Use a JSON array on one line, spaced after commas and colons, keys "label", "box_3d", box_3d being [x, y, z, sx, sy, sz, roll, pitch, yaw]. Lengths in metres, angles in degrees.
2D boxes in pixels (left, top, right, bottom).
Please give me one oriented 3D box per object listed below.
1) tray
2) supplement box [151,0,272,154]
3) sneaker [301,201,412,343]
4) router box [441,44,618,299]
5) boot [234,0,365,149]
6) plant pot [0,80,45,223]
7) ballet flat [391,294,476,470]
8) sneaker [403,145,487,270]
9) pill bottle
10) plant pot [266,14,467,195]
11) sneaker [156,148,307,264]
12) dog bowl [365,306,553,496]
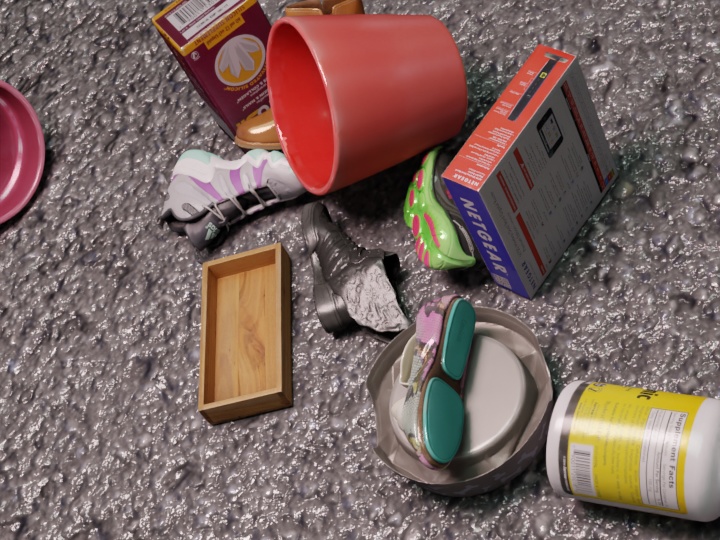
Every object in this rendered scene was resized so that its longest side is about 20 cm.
[{"label": "tray", "box_3d": [-0.127, 0.069, 1.663, 0.098, 0.037, 0.201, -14, 52, 15]}, {"label": "supplement box", "box_3d": [-0.149, -0.248, 1.795, 0.110, 0.200, 0.086, -38, 48, -6]}, {"label": "sneaker", "box_3d": [-0.001, -0.002, 1.643, 0.104, 0.060, 0.201, -18, 56, 14]}, {"label": "router box", "box_3d": [0.179, -0.098, 1.532, 0.049, 0.200, 0.180, 25, 69, 35]}, {"label": "boot", "box_3d": [-0.068, -0.233, 1.753, 0.199, 0.156, 0.077, -15, 29, 0]}, {"label": "plant pot", "box_3d": [-0.538, -0.158, 1.933, 0.179, 0.200, 0.200, 11, 60, 48]}, {"label": "ballet flat", "box_3d": [0.066, 0.112, 1.451, 0.071, 0.069, 0.201, -19, 44, 35]}, {"label": "sneaker", "box_3d": [0.098, -0.061, 1.639, 0.083, 0.077, 0.201, 15, 37, -18]}, {"label": "pill bottle", "box_3d": [0.279, 0.166, 1.352, 0.199, 0.111, 0.112, 7, 59, 28]}, {"label": "plant pot", "box_3d": [0.011, -0.200, 1.661, 0.177, 0.201, 0.201, -15, 46, -20]}, {"label": "sneaker", "box_3d": [-0.155, -0.068, 1.757, 0.199, 0.078, 0.140, 2, 58, 37]}, {"label": "dog bowl", "box_3d": [0.102, 0.135, 1.492, 0.199, 0.059, 0.201, -13, 52, 17]}]
